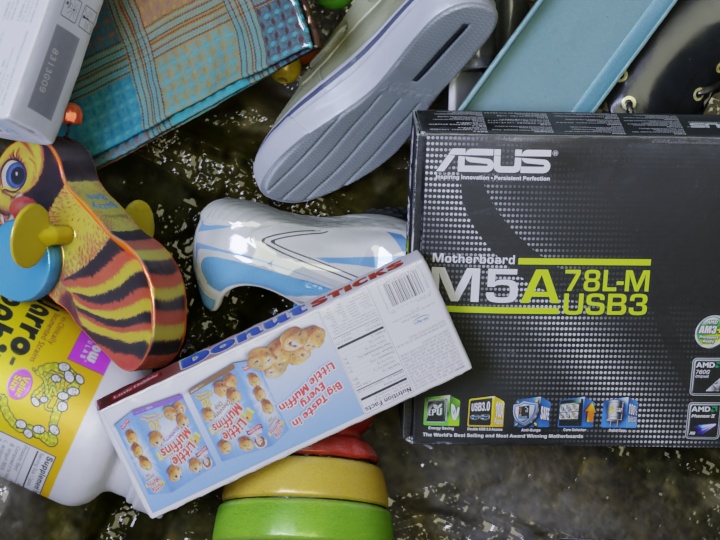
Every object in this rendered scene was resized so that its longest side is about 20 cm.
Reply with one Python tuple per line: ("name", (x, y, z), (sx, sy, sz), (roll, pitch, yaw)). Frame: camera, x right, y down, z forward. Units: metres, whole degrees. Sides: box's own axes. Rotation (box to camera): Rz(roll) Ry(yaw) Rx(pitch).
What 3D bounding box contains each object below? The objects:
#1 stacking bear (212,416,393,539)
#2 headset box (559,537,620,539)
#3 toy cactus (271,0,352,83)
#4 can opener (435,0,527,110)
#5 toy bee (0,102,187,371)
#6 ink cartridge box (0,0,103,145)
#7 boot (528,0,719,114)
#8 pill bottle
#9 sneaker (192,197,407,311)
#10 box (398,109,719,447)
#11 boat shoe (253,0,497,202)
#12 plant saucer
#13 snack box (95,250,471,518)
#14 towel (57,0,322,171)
("stacking bear", (-0.029, 0.133, 1.450), (0.113, 0.121, 0.201), (12, 74, -41))
("headset box", (0.130, 0.256, 1.466), (0.173, 0.093, 0.201), (4, 89, -4))
("toy cactus", (-0.059, -0.209, 1.469), (0.165, 0.102, 0.200), (40, 94, 17))
("can opener", (0.061, -0.138, 1.460), (0.053, 0.067, 0.201), (-11, 106, -42))
("toy bee", (-0.173, -0.034, 1.412), (0.199, 0.131, 0.109), (27, 107, 3))
("ink cartridge box", (-0.232, -0.163, 1.431), (0.199, 0.047, 0.161), (10, 78, 37))
("boot", (0.201, -0.100, 1.470), (0.153, 0.073, 0.204), (-30, 88, 9))
("pill bottle", (-0.191, 0.069, 1.442), (0.199, 0.104, 0.105), (24, 88, -3))
("sneaker", (0.000, 0.000, 1.476), (0.199, 0.072, 0.073), (5, 105, -4))
("box", (0.124, 0.006, 1.426), (0.199, 0.048, 0.194), (2, 115, -4))
("boat shoe", (0.006, -0.115, 1.447), (0.200, 0.072, 0.062), (-42, 51, 33))
("plant saucer", (0.113, -0.121, 1.431), (0.070, 0.019, 0.200), (35, 95, -21))
("snack box", (-0.042, 0.064, 1.390), (0.199, 0.024, 0.072), (-25, 107, -1))
("towel", (-0.121, -0.154, 1.425), (0.200, 0.022, 0.147), (-24, 84, 35))
